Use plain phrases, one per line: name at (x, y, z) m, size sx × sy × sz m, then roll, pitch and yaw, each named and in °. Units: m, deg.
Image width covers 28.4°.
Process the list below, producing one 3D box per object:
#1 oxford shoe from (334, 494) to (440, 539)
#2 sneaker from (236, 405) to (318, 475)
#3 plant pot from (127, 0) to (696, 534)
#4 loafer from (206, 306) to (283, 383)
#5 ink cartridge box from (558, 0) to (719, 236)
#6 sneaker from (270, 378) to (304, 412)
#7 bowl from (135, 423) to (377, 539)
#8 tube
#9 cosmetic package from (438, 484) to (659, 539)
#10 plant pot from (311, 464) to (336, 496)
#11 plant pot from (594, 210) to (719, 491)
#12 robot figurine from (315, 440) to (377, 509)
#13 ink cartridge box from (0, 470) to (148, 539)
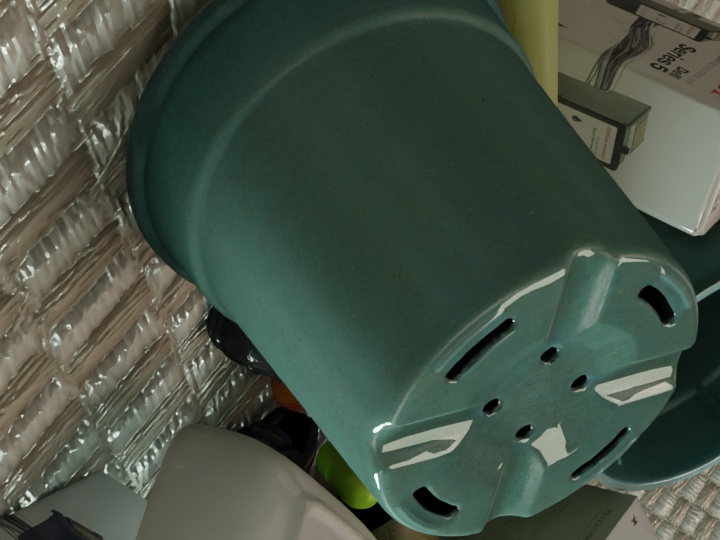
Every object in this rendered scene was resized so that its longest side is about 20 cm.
oxford shoe at (0.003, 0.170, 0.928) m, size 0.070 × 0.075 × 0.200 m, roll -23°, pitch -171°, yaw -25°
sneaker at (-0.084, 0.139, 0.896) m, size 0.088 × 0.075 × 0.200 m, roll -70°, pitch 169°, yaw 19°
plant pot at (0.027, -0.007, 0.612) m, size 0.199 × 0.196 × 0.201 m, roll -20°, pitch 138°, yaw -19°
loafer at (-0.026, -0.026, 0.772) m, size 0.068 × 0.070 × 0.201 m, roll -32°, pitch 148°, yaw -53°
ink cartridge box at (0.159, -0.118, 0.895) m, size 0.145 × 0.199 × 0.084 m, roll -34°, pitch 146°, yaw -52°
sneaker at (0.000, 0.000, 0.916) m, size 0.200 × 0.073 × 0.077 m, roll -55°, pitch 135°, yaw -11°
bowl at (-0.043, 0.200, 0.747) m, size 0.200 × 0.074 × 0.201 m, roll 53°, pitch 43°, yaw -49°
tube at (0.083, -0.145, 0.777) m, size 0.058 × 0.052 × 0.201 m, roll -64°, pitch 154°, yaw -74°
cosmetic package at (0.081, 0.220, 0.943) m, size 0.200 × 0.150 × 0.052 m, roll -45°, pitch 119°, yaw -27°
plant pot at (0.050, 0.203, 1.101) m, size 0.093 × 0.201 × 0.201 m, roll -48°, pitch 163°, yaw 6°
plant pot at (0.180, 0.008, 0.954) m, size 0.199 × 0.196 × 0.201 m, roll -21°, pitch 139°, yaw -19°
robot figurine at (0.049, 0.070, 0.854) m, size 0.176 × 0.116 × 0.200 m, roll -51°, pitch 145°, yaw -3°
ink cartridge box at (-0.179, 0.206, 0.712) m, size 0.200 × 0.084 × 0.145 m, roll -21°, pitch 138°, yaw -61°
